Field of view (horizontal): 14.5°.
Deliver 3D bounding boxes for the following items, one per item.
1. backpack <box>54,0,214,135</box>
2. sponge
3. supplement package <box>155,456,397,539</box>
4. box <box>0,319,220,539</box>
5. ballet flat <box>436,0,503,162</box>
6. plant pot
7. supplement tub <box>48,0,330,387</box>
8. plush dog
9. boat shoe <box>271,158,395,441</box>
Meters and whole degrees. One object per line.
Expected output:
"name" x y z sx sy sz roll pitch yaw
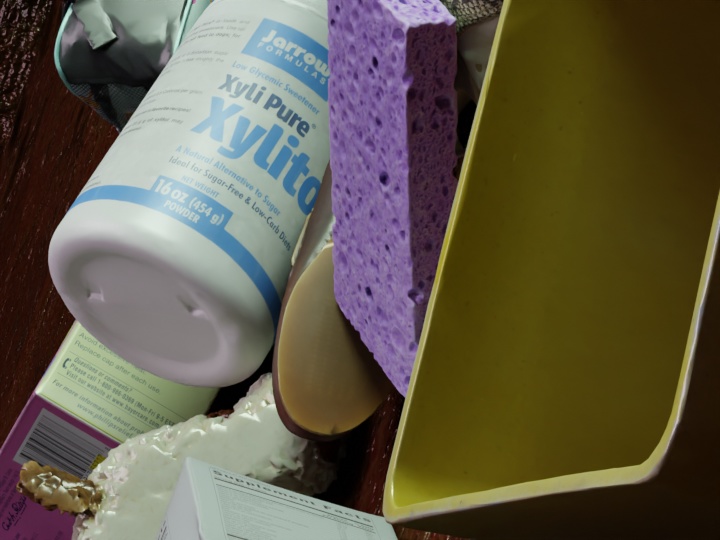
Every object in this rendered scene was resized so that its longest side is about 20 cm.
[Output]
"backpack" -0.090 -0.152 1.757 0.200 0.153 0.177 70 -151 -67
"sponge" 0.015 -0.049 1.318 0.112 0.030 0.201 -126 30 -56
"supplement package" -0.038 0.182 1.285 0.200 0.113 0.110 -115 46 -71
"box" -0.142 0.067 1.742 0.200 0.096 0.176 -62 5 -37
"ballet flat" 0.058 -0.096 1.301 0.200 0.068 0.076 125 137 -65
"plant pot" 0.137 -0.013 0.727 0.200 0.176 0.201 157 129 -70
"supplement tub" -0.069 -0.049 1.529 0.200 0.132 0.132 -60 6 -31
"plush dog" -0.095 0.149 1.523 0.172 0.160 0.201 73 -150 -73
"boat shoe" 0.000 0.000 1.452 0.070 0.070 0.201 129 161 -65
